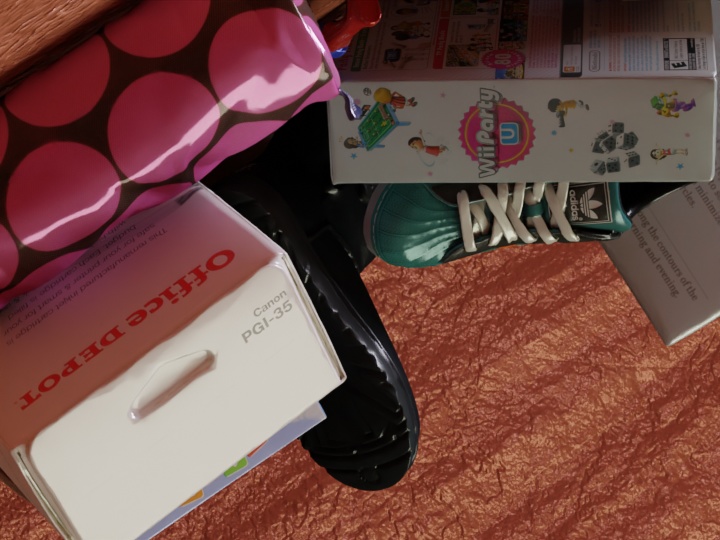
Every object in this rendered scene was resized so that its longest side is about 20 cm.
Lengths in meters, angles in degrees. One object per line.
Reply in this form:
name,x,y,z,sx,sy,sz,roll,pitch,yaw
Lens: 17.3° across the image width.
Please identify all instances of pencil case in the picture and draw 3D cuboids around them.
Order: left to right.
pencil case,-0.103,-0.056,1.014,0.199,0.091,0.094,-31,177,-6

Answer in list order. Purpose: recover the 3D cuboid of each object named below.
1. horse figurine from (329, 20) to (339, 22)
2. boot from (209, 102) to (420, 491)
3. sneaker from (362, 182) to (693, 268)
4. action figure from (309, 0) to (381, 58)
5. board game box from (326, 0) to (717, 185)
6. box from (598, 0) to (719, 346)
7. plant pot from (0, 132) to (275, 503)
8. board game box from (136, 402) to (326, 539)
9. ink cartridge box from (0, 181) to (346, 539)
horse figurine,0.045,-0.162,1.516,0.132,0.050,0.200,-22,-173,10
boot,0.000,0.000,1.332,0.076,0.201,0.168,-21,-164,35
sneaker,0.099,-0.047,1.283,0.199,0.072,0.080,-23,-147,-21
action figure,-0.052,-0.108,1.228,0.065,0.052,0.200,-29,176,-26
board game box,0.088,-0.108,1.260,0.198,0.065,0.148,0,-149,7
box,0.207,-0.091,1.451,0.171,0.200,0.200,-33,-178,11
plant pot,-0.119,0.017,1.378,0.200,0.201,0.198,-35,-174,40
board game box,-0.126,0.032,1.206,0.151,0.201,0.037,-34,-159,-15
ink cartridge box,-0.122,0.024,1.070,0.146,0.083,0.200,-36,-142,-13
